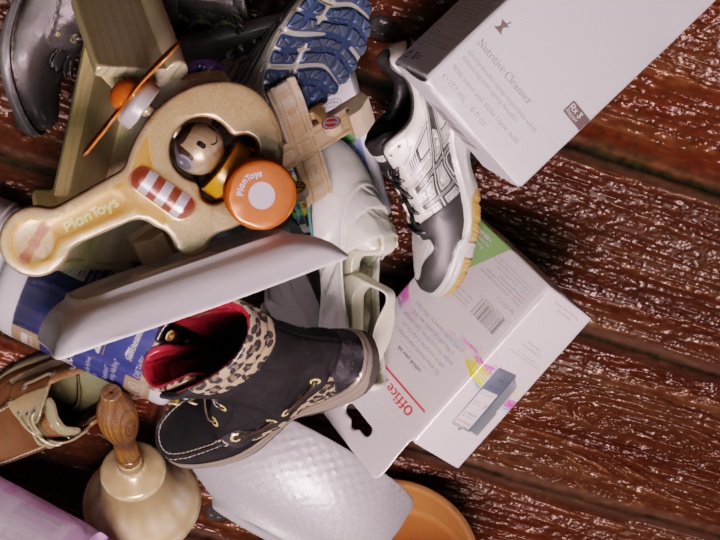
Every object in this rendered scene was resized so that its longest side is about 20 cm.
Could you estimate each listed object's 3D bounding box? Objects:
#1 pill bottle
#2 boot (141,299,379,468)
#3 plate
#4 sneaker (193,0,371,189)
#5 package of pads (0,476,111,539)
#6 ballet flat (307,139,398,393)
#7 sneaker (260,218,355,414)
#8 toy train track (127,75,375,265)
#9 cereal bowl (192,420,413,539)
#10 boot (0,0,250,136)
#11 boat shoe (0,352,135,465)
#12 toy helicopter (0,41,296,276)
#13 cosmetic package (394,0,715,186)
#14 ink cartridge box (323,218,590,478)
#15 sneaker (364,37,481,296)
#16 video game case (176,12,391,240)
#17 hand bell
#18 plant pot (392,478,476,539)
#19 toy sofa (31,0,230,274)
[{"bbox_3d":[-0.219,0.017,1.211,0.200,0.111,0.111,25,120,1],"label":"pill bottle"},{"bbox_3d":[-0.103,0.083,1.118,0.200,0.073,0.151,-23,155,27],"label":"boot"},{"bbox_3d":[-0.127,0.008,1.063,0.199,0.200,0.032,-21,97,-14],"label":"plate"},{"bbox_3d":[-0.071,-0.141,1.113,0.077,0.085,0.200,22,105,-48],"label":"sneaker"},{"bbox_3d":[-0.286,0.241,1.317,0.200,0.076,0.121,19,151,33],"label":"package of pads"},{"bbox_3d":[0.000,0.000,1.174,0.069,0.069,0.200,1,96,0],"label":"ballet flat"},{"bbox_3d":[-0.073,0.053,1.254,0.115,0.074,0.200,-14,128,8],"label":"sneaker"},{"bbox_3d":[-0.070,-0.061,1.086,0.200,0.033,0.115,-33,137,-13],"label":"toy train track"},{"bbox_3d":[-0.061,0.181,1.267,0.200,0.200,0.083,32,74,-18],"label":"cereal bowl"},{"bbox_3d":[-0.167,-0.188,1.110,0.174,0.069,0.200,4,112,-2],"label":"boot"},{"bbox_3d":[-0.258,0.110,1.299,0.200,0.074,0.076,-35,115,20],"label":"boat shoe"},{"bbox_3d":[-0.148,-0.063,1.007,0.200,0.079,0.132,-27,105,-5],"label":"toy helicopter"},{"bbox_3d":[0.137,-0.170,1.079,0.200,0.081,0.113,-45,112,1],"label":"cosmetic package"},{"bbox_3d":[0.069,0.069,1.208,0.200,0.117,0.067,-48,135,7],"label":"ink cartridge box"},{"bbox_3d":[0.042,-0.078,1.158,0.088,0.076,0.200,-3,103,-20],"label":"sneaker"},{"bbox_3d":[-0.093,-0.103,1.197,0.200,0.022,0.182,-12,121,7],"label":"video game case"},{"bbox_3d":[-0.190,0.149,1.261,0.104,0.104,0.200,1,147,0],"label":"hand bell"},{"bbox_3d":[0.022,0.305,1.359,0.200,0.200,0.140,-13,137,9],"label":"plant pot"},{"bbox_3d":[-0.168,-0.094,1.098,0.098,0.083,0.200,-2,136,-25],"label":"toy sofa"}]
